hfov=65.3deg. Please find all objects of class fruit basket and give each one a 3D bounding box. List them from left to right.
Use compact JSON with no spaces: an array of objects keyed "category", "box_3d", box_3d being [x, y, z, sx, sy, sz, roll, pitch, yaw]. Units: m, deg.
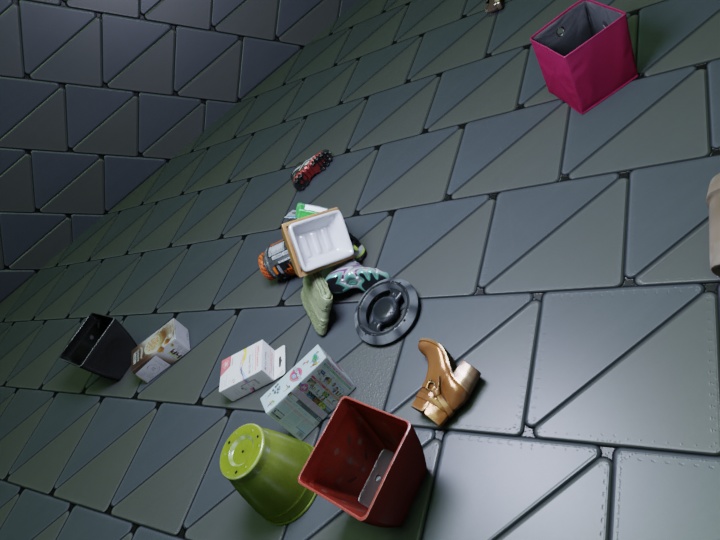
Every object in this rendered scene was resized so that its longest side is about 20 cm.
[{"category":"fruit basket","box_3d":[-0.142,-0.174,1.810,0.181,0.096,0.200,11,17,-1]}]

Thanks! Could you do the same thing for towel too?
[{"category":"towel","box_3d":[-0.134,0.081,1.661,0.036,0.151,0.201,-3,35,-24]}]

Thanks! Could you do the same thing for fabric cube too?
[{"category":"fabric cube","box_3d":[0.643,-0.619,1.619,0.195,0.200,0.201,-35,39,8]}]

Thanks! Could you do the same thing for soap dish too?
[{"category":"soap dish","box_3d":[-0.127,-0.082,1.638,0.198,0.160,0.081,-21,2,-33]}]

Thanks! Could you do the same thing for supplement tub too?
[{"category":"supplement tub","box_3d":[-0.231,-0.047,1.858,0.197,0.123,0.124,-22,42,22]}]

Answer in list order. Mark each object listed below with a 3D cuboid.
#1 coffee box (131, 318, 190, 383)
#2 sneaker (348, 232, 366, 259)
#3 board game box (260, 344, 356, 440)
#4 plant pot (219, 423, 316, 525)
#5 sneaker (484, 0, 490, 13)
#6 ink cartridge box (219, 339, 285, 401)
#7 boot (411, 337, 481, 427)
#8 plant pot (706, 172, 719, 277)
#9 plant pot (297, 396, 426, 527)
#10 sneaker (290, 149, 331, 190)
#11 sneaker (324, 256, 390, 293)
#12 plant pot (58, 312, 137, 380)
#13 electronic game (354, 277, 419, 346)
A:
[{"category":"coffee box","box_3d":[-0.701,0.280,1.968,0.199,0.080,0.115,-37,39,5]},{"category":"sneaker","box_3d":[-0.048,-0.099,1.788,0.072,0.083,0.199,-45,39,-8]},{"category":"board game box","box_3d":[-0.130,0.310,1.422,0.200,0.148,0.064,-42,36,-3]},{"category":"plant pot","box_3d":[-0.222,0.460,1.319,0.198,0.193,0.203,-22,42,21]},{"category":"sneaker","box_3d":[0.539,-1.118,2.274,0.074,0.071,0.203,-12,46,31]},{"category":"ink cartridge box","box_3d":[-0.318,0.287,1.659,0.198,0.068,0.118,-28,40,15]},{"category":"boot","box_3d":[0.165,0.253,1.296,0.156,0.074,0.199,-52,37,-7]},{"category":"plant pot","box_3d":[0.743,-0.070,1.051,0.198,0.199,0.176,13,77,45]},{"category":"plant pot","box_3d":[0.027,0.415,1.170,0.198,0.177,0.202,9,59,44]},{"category":"sneaker","box_3d":[-0.200,-0.408,2.212,0.200,0.071,0.098,-44,41,-2]},{"category":"sneaker","box_3d":[0.000,0.000,1.666,0.196,0.079,0.141,0,31,13]},{"category":"plant pot","box_3d":[-0.948,0.297,2.079,0.197,0.178,0.202,5,56,40]},{"category":"electronic game","box_3d":[0.069,0.110,1.528,0.197,0.042,0.203,-18,52,24]}]
